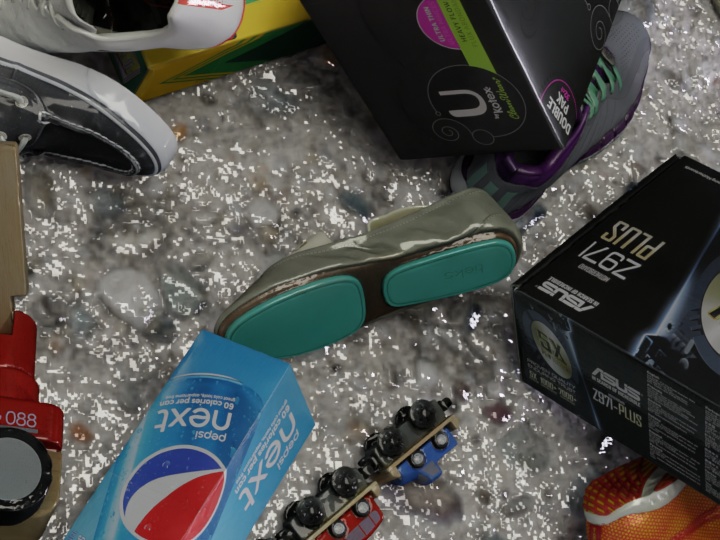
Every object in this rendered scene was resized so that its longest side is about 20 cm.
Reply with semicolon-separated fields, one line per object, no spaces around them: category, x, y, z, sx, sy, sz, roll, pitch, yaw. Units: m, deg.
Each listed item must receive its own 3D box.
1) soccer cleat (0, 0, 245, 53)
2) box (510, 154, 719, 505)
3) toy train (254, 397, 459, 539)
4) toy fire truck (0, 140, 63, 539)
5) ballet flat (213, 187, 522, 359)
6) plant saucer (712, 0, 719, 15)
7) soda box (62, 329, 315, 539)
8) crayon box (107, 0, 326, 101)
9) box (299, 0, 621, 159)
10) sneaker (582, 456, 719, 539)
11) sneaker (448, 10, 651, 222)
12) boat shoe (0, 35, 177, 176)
soccer cleat;-0.160;-0.156;0.995;0.198;0.085;0.069;7;96;25
box;0.218;0.038;1.055;0.163;0.087;0.199;-36;48;-26
toy train;-0.011;0.142;1.019;0.200;0.034;0.046;-39;91;-27
toy fire truck;-0.243;0.040;0.930;0.175;0.129;0.201;9;57;-17
ballet flat;0.000;0.000;1.060;0.198;0.068;0.064;-17;48;-12
plant saucer;0.345;-0.227;1.272;0.198;0.050;0.202;7;69;-19
soda box;-0.105;0.137;0.955;0.064;0.068;0.201;18;61;24
crayon box;-0.102;-0.226;1.101;0.171;0.058;0.201;-20;80;-24
box;0.076;-0.191;1.074;0.149;0.123;0.201;55;47;-39
sneaker;0.220;0.141;1.097;0.199;0.073;0.078;-20;106;-26
sneaker;0.142;-0.107;1.133;0.074;0.088;0.200;41;63;-2
boat shoe;-0.206;-0.092;1.008;0.199;0.072;0.068;26;63;-7
